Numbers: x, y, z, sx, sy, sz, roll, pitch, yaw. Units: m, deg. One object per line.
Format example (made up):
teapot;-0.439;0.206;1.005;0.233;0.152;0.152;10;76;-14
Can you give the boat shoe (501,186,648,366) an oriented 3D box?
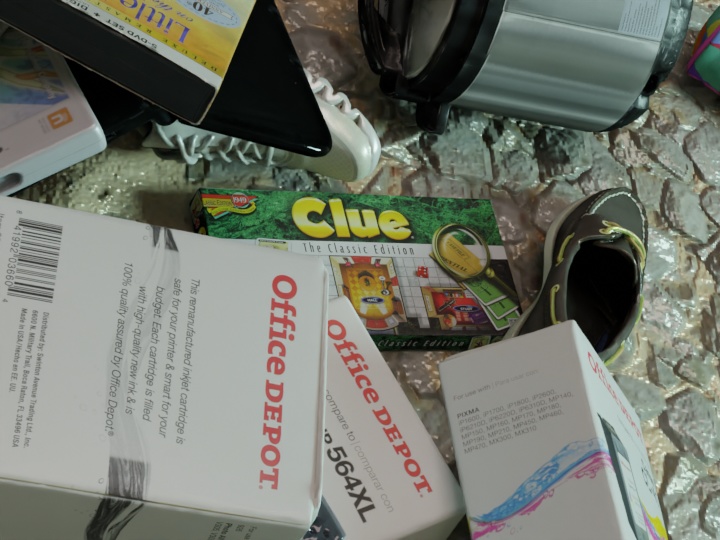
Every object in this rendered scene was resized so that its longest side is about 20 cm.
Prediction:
boat shoe;0.147;0.008;1.183;0.072;0.061;0.201;42;42;-11

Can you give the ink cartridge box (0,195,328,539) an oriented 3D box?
ink cartridge box;-0.121;0.055;0.868;0.199;0.084;0.146;11;54;-12

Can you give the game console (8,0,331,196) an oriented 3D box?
game console;-0.138;-0.122;1.095;0.175;0.116;0.200;-28;51;7

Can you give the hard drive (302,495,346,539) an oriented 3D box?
hard drive;-0.115;0.088;0.929;0.135;0.042;0.200;-30;71;-33

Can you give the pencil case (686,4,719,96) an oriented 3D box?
pencil case;0.331;-0.125;1.362;0.200;0.088;0.089;32;50;1

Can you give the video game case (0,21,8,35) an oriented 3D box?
video game case;-0.292;-0.126;1.015;0.199;0.023;0.182;16;57;23

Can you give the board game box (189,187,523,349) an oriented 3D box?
board game box;0.000;0.000;1.165;0.199;0.023;0.105;1;55;-24

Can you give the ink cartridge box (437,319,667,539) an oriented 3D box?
ink cartridge box;0.115;0.150;1.021;0.085;0.148;0.201;-17;58;15

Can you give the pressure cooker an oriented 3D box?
pressure cooker;0.096;-0.189;1.241;0.199;0.179;0.177;8;57;-20

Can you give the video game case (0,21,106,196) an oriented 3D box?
video game case;-0.249;-0.093;1.006;0.182;0.022;0.200;-26;50;-8

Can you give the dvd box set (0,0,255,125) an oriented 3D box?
dvd box set;-0.123;-0.170;1.021;0.146;0.029;0.200;28;35;-9

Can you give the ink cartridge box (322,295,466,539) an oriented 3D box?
ink cartridge box;-0.066;0.113;1.012;0.199;0.084;0.146;-18;65;-30

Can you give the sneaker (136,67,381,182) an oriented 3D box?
sneaker;-0.086;-0.093;1.167;0.199;0.075;0.081;23;58;3
